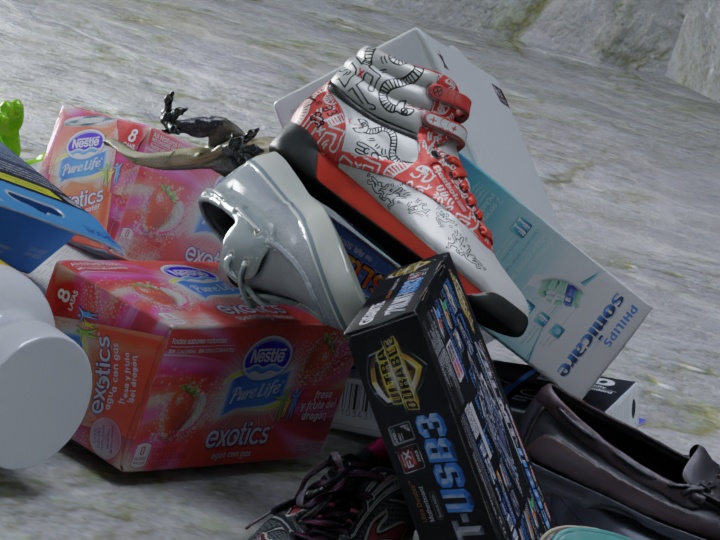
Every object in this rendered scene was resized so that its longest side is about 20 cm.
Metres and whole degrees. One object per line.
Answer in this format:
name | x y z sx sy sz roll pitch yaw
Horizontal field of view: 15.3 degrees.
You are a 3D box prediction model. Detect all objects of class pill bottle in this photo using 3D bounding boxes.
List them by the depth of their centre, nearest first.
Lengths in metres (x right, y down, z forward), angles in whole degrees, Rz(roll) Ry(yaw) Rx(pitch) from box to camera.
pill bottle | -0.245 0.035 1.526 0.200 0.113 0.112 28 16 40

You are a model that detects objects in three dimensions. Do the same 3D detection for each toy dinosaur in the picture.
toy dinosaur | -0.089 -0.082 1.768 0.199 0.048 0.088 5 -12 15

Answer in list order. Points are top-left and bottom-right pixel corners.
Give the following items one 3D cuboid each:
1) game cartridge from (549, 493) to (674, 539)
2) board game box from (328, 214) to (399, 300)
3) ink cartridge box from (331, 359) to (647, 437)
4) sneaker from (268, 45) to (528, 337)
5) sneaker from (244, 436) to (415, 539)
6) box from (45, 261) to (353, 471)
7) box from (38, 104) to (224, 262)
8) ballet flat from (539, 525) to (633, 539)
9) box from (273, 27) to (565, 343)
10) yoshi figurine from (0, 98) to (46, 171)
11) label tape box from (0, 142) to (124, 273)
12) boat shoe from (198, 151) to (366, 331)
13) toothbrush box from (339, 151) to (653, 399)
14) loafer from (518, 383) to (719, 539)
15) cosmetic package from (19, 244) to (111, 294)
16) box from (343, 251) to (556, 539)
game cartridge | 0.211 0.184 1.730 0.132 0.042 0.200 7 17 -29
board game box | 0.000 0.000 1.779 0.135 0.035 0.200 37 1 15
ink cartridge box | 0.090 0.089 1.869 0.197 0.044 0.200 9 9 16
sneaker | 0.050 -0.056 1.670 0.201 0.108 0.067 38 -10 14
sneaker | -0.017 0.141 1.492 0.080 0.075 0.200 21 13 12
box | -0.103 0.056 1.648 0.102 0.095 0.200 28 15 33
box | -0.132 -0.039 1.932 0.102 0.095 0.200 16 -5 42
ballet flat | 0.179 0.203 1.537 0.199 0.070 0.069 21 11 -14
box | 0.056 -0.052 2.014 0.201 0.130 0.199 67 15 14
yoshi figurine | -0.251 -0.065 1.980 0.199 0.113 0.112 6 24 -36
label tape box | -0.263 -0.053 1.694 0.200 0.066 0.143 39 11 36
boat shoe | -0.050 -0.007 1.601 0.071 0.070 0.201 -27 28 -6
toothbrush box | 0.083 -0.013 1.807 0.200 0.085 0.146 39 1 -12
loafer | 0.194 0.131 1.706 0.199 0.063 0.072 19 12 3
cosmetic package | -0.196 0.030 1.767 0.082 0.051 0.200 21 12 2
box | 0.057 0.102 1.524 0.049 0.201 0.199 -20 7 9
